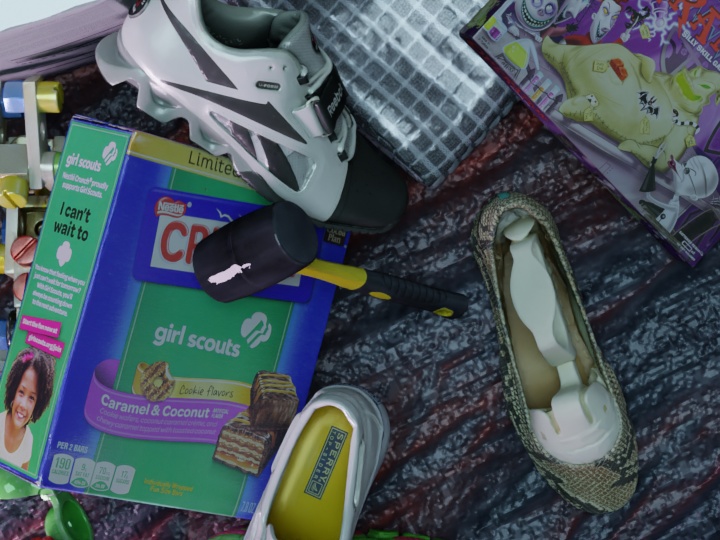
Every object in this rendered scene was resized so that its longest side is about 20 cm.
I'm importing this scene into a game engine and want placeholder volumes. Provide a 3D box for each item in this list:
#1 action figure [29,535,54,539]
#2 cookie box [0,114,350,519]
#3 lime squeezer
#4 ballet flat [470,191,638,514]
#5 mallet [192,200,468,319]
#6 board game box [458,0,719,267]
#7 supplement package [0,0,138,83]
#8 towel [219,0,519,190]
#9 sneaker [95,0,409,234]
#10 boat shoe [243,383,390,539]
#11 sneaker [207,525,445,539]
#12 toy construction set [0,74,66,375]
[{"bbox_3d":[-0.152,0.184,1.259,0.052,0.200,0.065,-35,110,-37],"label":"action figure"},{"bbox_3d":[-0.106,0.030,1.258,0.171,0.075,0.200,14,90,-40],"label":"cookie box"},{"bbox_3d":[-0.196,0.156,1.326,0.200,0.038,0.071,29,91,3],"label":"lime squeezer"},{"bbox_3d":[0.111,0.050,1.290,0.068,0.075,0.200,-18,88,2],"label":"ballet flat"},{"bbox_3d":[0.000,0.000,1.246,0.066,0.200,0.041,-29,62,41],"label":"mallet"},{"bbox_3d":[0.164,-0.110,1.271,0.200,0.032,0.120,43,85,-22],"label":"board game box"},{"bbox_3d":[-0.188,-0.177,1.250,0.109,0.200,0.114,-17,89,4],"label":"supplement package"},{"bbox_3d":[0.021,-0.169,1.295,0.200,0.086,0.166,41,91,4],"label":"towel"},{"bbox_3d":[-0.039,-0.093,1.213,0.200,0.074,0.089,31,120,-25],"label":"sneaker"},{"bbox_3d":[-0.038,0.162,1.227,0.075,0.086,0.202,22,95,12],"label":"boat shoe"},{"bbox_3d":[0.003,0.197,1.301,0.200,0.077,0.084,5,95,14],"label":"sneaker"},{"bbox_3d":[-0.198,-0.006,1.279,0.092,0.131,0.200,14,82,6],"label":"toy construction set"}]
